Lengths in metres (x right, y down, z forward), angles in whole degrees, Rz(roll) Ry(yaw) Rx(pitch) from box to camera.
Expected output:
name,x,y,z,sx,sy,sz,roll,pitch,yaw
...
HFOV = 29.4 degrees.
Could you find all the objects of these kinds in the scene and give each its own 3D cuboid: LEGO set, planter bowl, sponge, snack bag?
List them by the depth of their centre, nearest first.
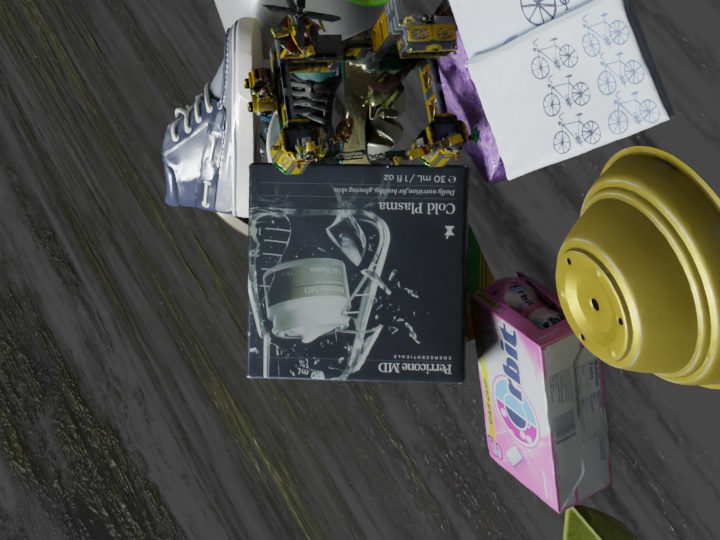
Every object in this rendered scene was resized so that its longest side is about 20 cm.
name,x,y,z,sx,sy,sz,roll,pitch,yaw
snack bag,0.137,-0.183,1.033,0.189,0.021,0.200,-17,93,56
planter bowl,0.207,0.013,1.040,0.200,0.083,0.200,51,155,36
LEGO set,0.011,-0.160,1.142,0.116,0.200,0.154,136,135,-68
sponge,0.111,-0.170,1.168,0.112,0.030,0.200,59,158,23

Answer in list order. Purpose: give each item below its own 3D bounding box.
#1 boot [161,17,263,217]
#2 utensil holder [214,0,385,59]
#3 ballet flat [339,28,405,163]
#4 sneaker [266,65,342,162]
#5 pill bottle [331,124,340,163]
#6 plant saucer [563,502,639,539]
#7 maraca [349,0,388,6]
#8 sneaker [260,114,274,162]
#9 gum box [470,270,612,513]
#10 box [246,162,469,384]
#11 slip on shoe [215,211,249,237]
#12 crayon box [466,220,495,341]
name,x,y,z,sx,sy,sz,roll,pitch,yaw
boot,-0.139,-0.140,1.269,0.073,0.090,0.200,-80,-5,-60
utensil holder,-0.076,-0.319,1.288,0.170,0.170,0.200,31,140,59
ballet flat,0.014,-0.159,1.391,0.071,0.071,0.200,54,158,32
sneaker,-0.051,-0.187,1.400,0.121,0.084,0.200,97,179,-60
pill bottle,-0.071,-0.109,1.570,0.200,0.116,0.116,68,160,0
plant saucer,0.265,0.335,1.284,0.200,0.048,0.200,50,153,41
maraca,0.016,-0.319,1.153,0.137,0.107,0.200,37,125,18
sneaker,-0.070,-0.122,1.477,0.200,0.082,0.073,53,169,-4
gum box,0.166,0.108,1.265,0.113,0.066,0.200,37,144,52
box,0.000,0.000,1.271,0.124,0.200,0.197,-35,-55,-85
slip on shoe,-0.116,-0.062,1.640,0.061,0.200,0.076,-22,65,37
crayon box,0.062,-0.003,1.426,0.173,0.058,0.200,67,160,2
